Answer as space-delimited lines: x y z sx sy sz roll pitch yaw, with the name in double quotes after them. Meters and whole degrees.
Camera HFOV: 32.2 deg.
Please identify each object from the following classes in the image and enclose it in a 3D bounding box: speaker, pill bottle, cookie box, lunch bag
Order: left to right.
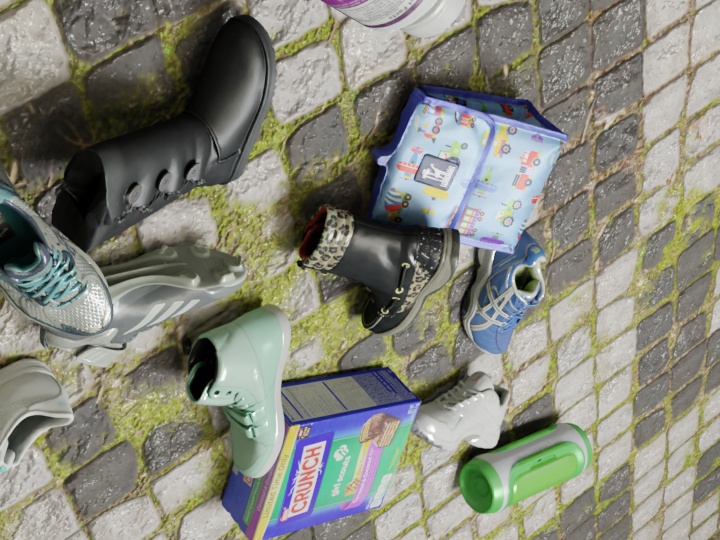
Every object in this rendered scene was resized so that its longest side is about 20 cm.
-0.046 0.212 1.458 0.199 0.075 0.172 -6 126 -40 "cookie box"
0.006 -0.274 1.076 0.200 0.112 0.113 18 108 -50 "pill bottle"
0.097 -0.114 1.334 0.199 0.094 0.151 6 119 -33 "lunch bag"
0.237 0.280 1.780 0.199 0.088 0.089 -15 131 -35 "speaker"

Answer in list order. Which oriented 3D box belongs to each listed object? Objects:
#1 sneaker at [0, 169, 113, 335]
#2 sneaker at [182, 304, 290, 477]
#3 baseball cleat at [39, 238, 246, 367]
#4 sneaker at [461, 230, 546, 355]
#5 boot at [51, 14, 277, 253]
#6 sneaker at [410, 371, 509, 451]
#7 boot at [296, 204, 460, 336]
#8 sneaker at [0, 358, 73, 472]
-0.271 -0.004 1.020 0.078 0.086 0.200 -44 127 -6 "sneaker"
-0.140 0.138 1.304 0.118 0.074 0.201 -17 122 -43 "sneaker"
-0.206 0.032 1.173 0.199 0.070 0.107 -7 132 -28 "baseball cleat"
0.177 0.033 1.524 0.076 0.077 0.201 -26 138 -29 "sneaker"
-0.162 -0.118 1.039 0.200 0.066 0.165 -28 140 -48 "boot"
0.125 0.173 1.603 0.200 0.078 0.100 6 111 -56 "sneaker"
0.000 -0.002 1.329 0.153 0.074 0.204 13 150 -18 "boot"
-0.350 0.159 1.110 0.200 0.088 0.075 -35 141 -17 "sneaker"
